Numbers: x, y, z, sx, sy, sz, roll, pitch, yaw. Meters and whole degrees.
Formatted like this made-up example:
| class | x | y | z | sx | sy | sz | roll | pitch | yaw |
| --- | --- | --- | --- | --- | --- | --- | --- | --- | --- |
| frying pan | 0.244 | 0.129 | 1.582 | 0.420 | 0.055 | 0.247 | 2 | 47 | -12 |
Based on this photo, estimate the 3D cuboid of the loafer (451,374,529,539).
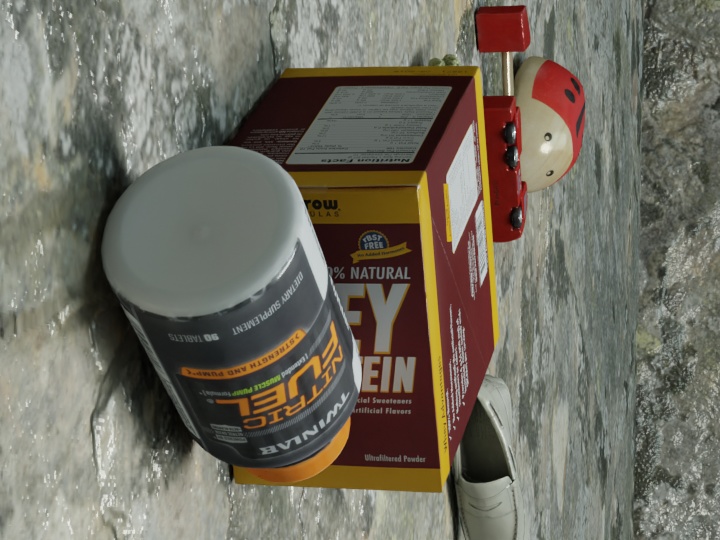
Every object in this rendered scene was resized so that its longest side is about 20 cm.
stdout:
| class | x | y | z | sx | sy | sz | roll | pitch | yaw |
| --- | --- | --- | --- | --- | --- | --- | --- | --- | --- |
| loafer | 0.115 | 0.199 | 1.775 | 0.070 | 0.069 | 0.202 | -17 | 99 | -70 |

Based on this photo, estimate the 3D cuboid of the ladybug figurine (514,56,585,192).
| class | x | y | z | sx | sy | sz | roll | pitch | yaw |
| --- | --- | --- | --- | --- | --- | --- | --- | --- | --- |
| ladybug figurine | 0.205 | -0.163 | 2.091 | 0.200 | 0.071 | 0.137 | -68 | 154 | -55 |

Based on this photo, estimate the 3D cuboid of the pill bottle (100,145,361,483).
| class | x | y | z | sx | sy | sz | roll | pitch | yaw |
| --- | --- | --- | --- | --- | --- | --- | --- | --- | --- |
| pill bottle | -0.059 | 0.034 | 1.007 | 0.201 | 0.105 | 0.107 | 70 | 25 | -53 |

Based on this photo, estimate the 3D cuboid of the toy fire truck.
| class | x | y | z | sx | sy | sz | roll | pitch | yaw |
| --- | --- | --- | --- | --- | --- | --- | --- | --- | --- |
| toy fire truck | 0.139 | -0.145 | 1.881 | 0.141 | 0.048 | 0.201 | -67 | 153 | -57 |

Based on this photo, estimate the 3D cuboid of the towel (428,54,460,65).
| class | x | y | z | sx | sy | sz | roll | pitch | yaw |
| --- | --- | --- | --- | --- | --- | --- | --- | --- | --- |
| towel | 0.073 | -0.072 | 1.602 | 0.201 | 0.036 | 0.149 | -84 | 170 | -46 |

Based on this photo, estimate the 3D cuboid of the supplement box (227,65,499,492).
| class | x | y | z | sx | sy | sz | roll | pitch | yaw |
| --- | --- | --- | --- | --- | --- | --- | --- | --- | --- |
| supplement box | 0.000 | 0.000 | 1.179 | 0.200 | 0.132 | 0.199 | -61 | 149 | -61 |
